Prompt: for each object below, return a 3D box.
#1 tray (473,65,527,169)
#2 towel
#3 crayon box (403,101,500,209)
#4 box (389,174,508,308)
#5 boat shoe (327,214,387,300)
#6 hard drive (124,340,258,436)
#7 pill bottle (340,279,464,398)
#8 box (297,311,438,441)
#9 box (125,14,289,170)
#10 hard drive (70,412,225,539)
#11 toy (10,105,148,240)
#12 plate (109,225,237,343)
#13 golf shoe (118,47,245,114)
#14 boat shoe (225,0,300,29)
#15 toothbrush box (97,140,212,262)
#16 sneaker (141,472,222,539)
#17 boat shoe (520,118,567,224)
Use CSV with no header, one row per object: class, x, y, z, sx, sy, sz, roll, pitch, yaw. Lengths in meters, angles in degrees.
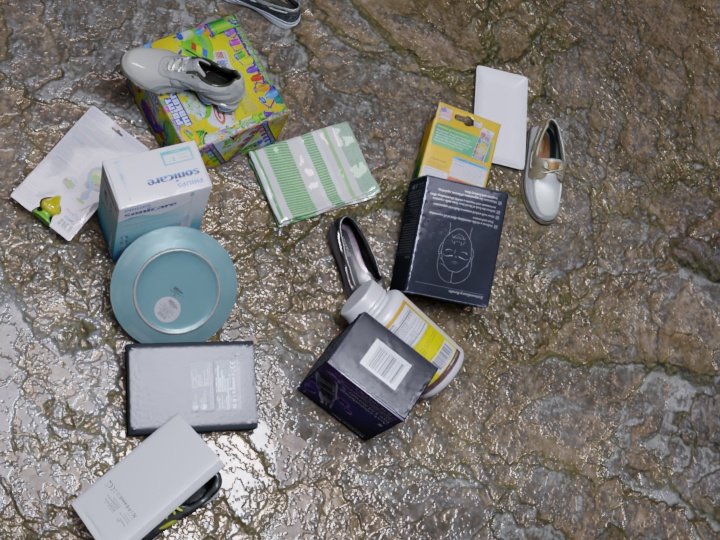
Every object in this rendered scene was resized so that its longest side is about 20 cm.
tray,0.261,-0.287,1.926,0.107,0.022,0.200,11,68,-15
towel,-0.080,-0.169,1.774,0.200,0.023,0.153,-20,78,-23
crayon box,0.166,-0.185,1.829,0.126,0.052,0.200,18,77,-11
box,0.149,-0.047,1.727,0.148,0.107,0.200,12,86,-12
boat shoe,0.000,0.000,1.721,0.067,0.057,0.200,-20,78,-23
hard drive,-0.262,0.181,1.580,0.200,0.033,0.140,0,78,-18
pill bottle,0.065,0.108,1.659,0.200,0.109,0.109,43,64,-12
box,0.008,0.169,1.586,0.148,0.200,0.104,37,65,-1
box,-0.258,-0.289,1.704,0.192,0.122,0.200,-25,81,-24
hard drive,-0.307,0.308,1.469,0.200,0.026,0.132,-40,44,-15
toy,-0.449,-0.153,1.637,0.115,0.047,0.200,38,68,-6
plate,-0.286,0.031,1.583,0.200,0.026,0.201,-5,104,-21
golf shoe,-0.274,-0.315,1.590,0.200,0.097,0.078,13,71,-11
boat shoe,-0.192,-0.511,1.831,0.200,0.071,0.072,25,66,-7
toothbrush box,-0.322,-0.104,1.574,0.146,0.200,0.085,-17,75,-21
sneaker,-0.290,0.341,1.493,0.200,0.085,0.075,-32,83,-25
boat shoe,0.342,-0.187,1.891,0.075,0.068,0.200,3,71,-17
